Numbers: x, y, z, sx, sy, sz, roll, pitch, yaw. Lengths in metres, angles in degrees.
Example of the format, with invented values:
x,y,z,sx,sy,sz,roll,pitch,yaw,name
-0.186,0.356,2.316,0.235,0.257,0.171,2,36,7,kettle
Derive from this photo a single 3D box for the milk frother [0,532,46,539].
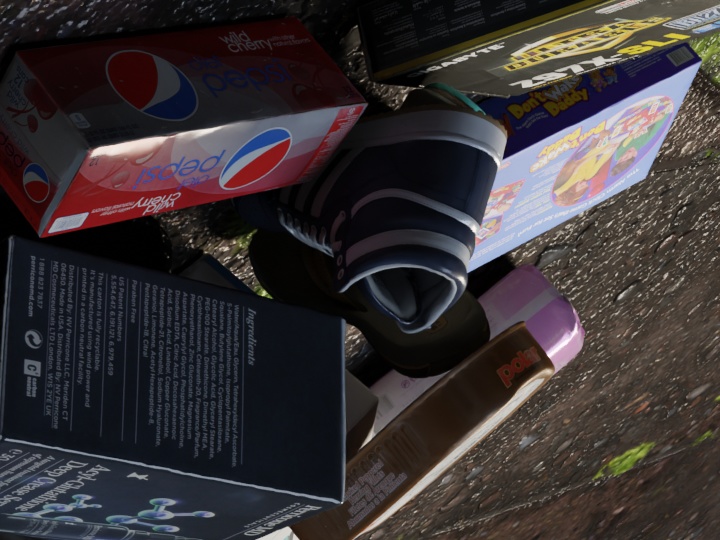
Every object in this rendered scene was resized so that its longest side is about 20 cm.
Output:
x,y,z,sx,sy,sz,roll,pitch,yaw,name
-0.207,0.195,1.268,0.181,0.188,0.200,-48,162,-22,milk frother

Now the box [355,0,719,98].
x,y,z,sx,sy,sz,roll,pitch,yaw,name
0.123,-0.147,1.244,0.199,0.050,0.159,-16,174,31,box

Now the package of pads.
x,y,z,sx,sy,sz,roll,pitch,yaw,name
0.077,0.083,1.692,0.200,0.076,0.121,-39,166,1,package of pads

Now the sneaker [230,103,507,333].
x,y,z,sx,sy,sz,roll,pitch,yaw,name
-0.009,-0.020,1.225,0.070,0.109,0.199,28,154,-37,sneaker

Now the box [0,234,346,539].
x,y,z,sx,sy,sz,roll,pitch,yaw,name
-0.129,0.073,1.161,0.199,0.108,0.148,14,154,-32,box

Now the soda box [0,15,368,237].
x,y,z,sx,sy,sz,roll,pitch,yaw,name
-0.093,-0.075,1.130,0.199,0.070,0.064,-13,147,-47,soda box

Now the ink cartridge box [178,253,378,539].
x,y,z,sx,sy,sz,roll,pitch,yaw,name
-0.095,0.124,1.388,0.146,0.147,0.200,-43,162,-25,ink cartridge box

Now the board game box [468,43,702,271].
x,y,z,sx,sy,sz,roll,pitch,yaw,name
0.124,-0.078,1.504,0.199,0.045,0.135,-27,155,-27,board game box

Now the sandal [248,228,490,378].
x,y,z,sx,sy,sz,roll,pitch,yaw,name
0.000,0.000,1.298,0.082,0.200,0.055,-35,126,-13,sandal

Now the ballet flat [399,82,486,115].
x,y,z,sx,sy,sz,roll,pitch,yaw,name
0.038,-0.058,1.309,0.064,0.067,0.200,-52,180,-6,ballet flat

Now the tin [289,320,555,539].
x,y,z,sx,sy,sz,roll,pitch,yaw,name
0.033,0.100,1.266,0.112,0.042,0.200,-24,164,-48,tin

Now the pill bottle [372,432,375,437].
x,y,z,sx,sy,sz,roll,pitch,yaw,name
-0.076,0.170,1.584,0.200,0.112,0.112,-37,158,-6,pill bottle

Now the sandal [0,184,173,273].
x,y,z,sx,sy,sz,roll,pitch,yaw,name
-0.170,-0.023,1.163,0.075,0.045,0.200,-49,142,12,sandal
